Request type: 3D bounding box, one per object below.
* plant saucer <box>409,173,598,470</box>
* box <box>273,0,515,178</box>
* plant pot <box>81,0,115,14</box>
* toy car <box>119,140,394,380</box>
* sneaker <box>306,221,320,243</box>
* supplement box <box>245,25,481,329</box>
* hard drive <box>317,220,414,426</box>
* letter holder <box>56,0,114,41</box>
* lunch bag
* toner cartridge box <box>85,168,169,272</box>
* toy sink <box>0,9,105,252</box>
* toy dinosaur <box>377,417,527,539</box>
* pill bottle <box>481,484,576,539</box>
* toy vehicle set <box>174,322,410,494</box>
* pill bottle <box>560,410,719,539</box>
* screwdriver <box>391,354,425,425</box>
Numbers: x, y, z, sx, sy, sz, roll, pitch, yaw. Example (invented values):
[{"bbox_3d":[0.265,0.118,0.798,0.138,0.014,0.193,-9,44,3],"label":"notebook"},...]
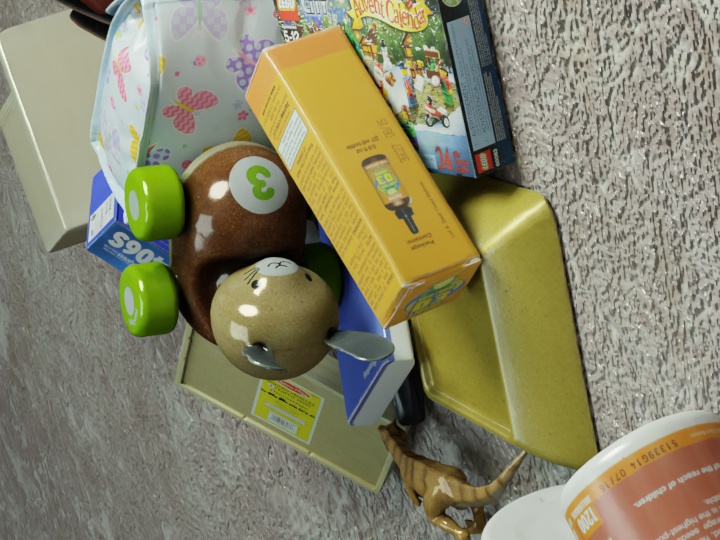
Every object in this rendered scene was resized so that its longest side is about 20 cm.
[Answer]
[{"bbox_3d":[0.083,0.033,1.570,0.200,0.048,0.201,25,129,62],"label":"plant saucer"},{"bbox_3d":[0.019,-0.140,1.546,0.199,0.038,0.138,10,119,55],"label":"box"},{"bbox_3d":[-0.168,-0.313,1.668,0.201,0.198,0.177,-100,-8,-45],"label":"plant pot"},{"bbox_3d":[-0.064,0.013,1.612,0.200,0.163,0.159,-131,40,-52],"label":"toy car"},{"bbox_3d":[-0.070,-0.008,1.840,0.200,0.099,0.075,56,149,32],"label":"sneaker"},{"bbox_3d":[0.000,-0.064,1.514,0.201,0.066,0.069,59,150,21],"label":"supplement box"},{"bbox_3d":[0.000,0.000,1.699,0.132,0.025,0.201,118,146,-62],"label":"hard drive"},{"bbox_3d":[-0.184,-0.224,1.806,0.199,0.142,0.101,25,139,41],"label":"letter holder"},{"bbox_3d":[-0.103,-0.148,1.686,0.201,0.168,0.128,106,146,-47],"label":"lunch bag"},{"bbox_3d":[-0.135,-0.010,1.866,0.043,0.199,0.095,-40,31,29],"label":"toner cartridge box"},{"bbox_3d":[-0.269,-0.138,2.164,0.201,0.130,0.112,68,159,4],"label":"toy sink"},{"bbox_3d":[0.067,0.166,1.681,0.200,0.060,0.107,17,137,56],"label":"toy dinosaur"},{"bbox_3d":[0.153,0.254,1.484,0.119,0.119,0.201,29,134,60],"label":"pill bottle"},{"bbox_3d":[-0.055,0.101,1.840,0.199,0.027,0.124,28,148,5],"label":"toy vehicle set"},{"bbox_3d":[0.207,0.191,1.302,0.201,0.112,0.112,62,157,23],"label":"pill bottle"},{"bbox_3d":[0.021,0.023,1.759,0.029,0.028,0.202,-26,-75,-82],"label":"screwdriver"}]
